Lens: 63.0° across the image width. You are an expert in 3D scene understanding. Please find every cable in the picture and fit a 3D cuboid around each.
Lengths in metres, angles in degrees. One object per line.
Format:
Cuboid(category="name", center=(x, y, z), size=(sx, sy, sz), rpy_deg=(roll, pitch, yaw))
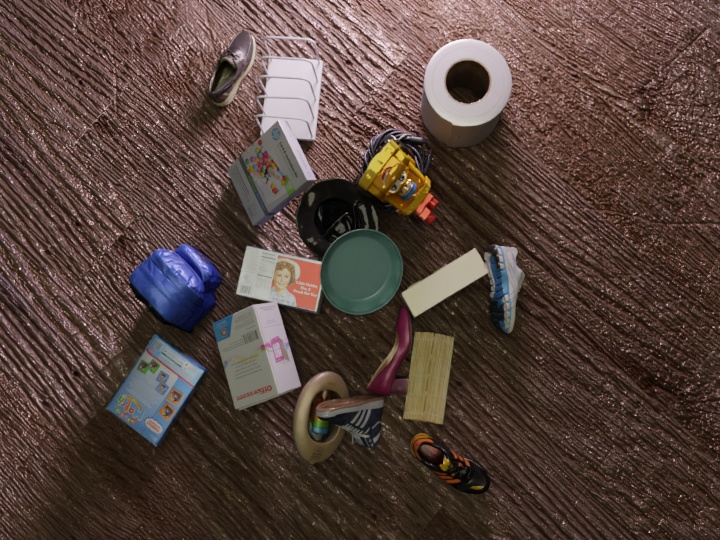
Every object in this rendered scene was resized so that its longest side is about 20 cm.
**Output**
Cuboid(category="cable", center=(0.078, -0.238, 1.399), size=(0.160, 0.051, 0.204), rpy_deg=(22, 85, 3))

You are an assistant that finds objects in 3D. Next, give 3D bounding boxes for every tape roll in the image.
Cuboid(category="tape roll", center=(0.242, -0.409, 1.370), size=(0.197, 0.139, 0.208), rpy_deg=(0, 82, 2))

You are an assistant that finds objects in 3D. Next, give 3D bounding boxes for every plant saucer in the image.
Cuboid(category="plant saucer", center=(0.000, 0.000, 1.347), size=(0.195, 0.036, 0.205), rpy_deg=(-5, 109, -13))

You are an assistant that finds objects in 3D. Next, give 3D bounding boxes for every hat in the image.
Cuboid(category="hat", center=(-0.056, -0.116, 1.375), size=(0.195, 0.081, 0.206), rpy_deg=(-1, 97, -8))

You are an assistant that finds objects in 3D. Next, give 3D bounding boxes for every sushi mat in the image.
Cuboid(category="sushi mat", center=(0.158, 0.246, 1.352), size=(0.093, 0.012, 0.205), rpy_deg=(8, 83, 5))

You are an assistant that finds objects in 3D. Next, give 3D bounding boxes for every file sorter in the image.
Cuboid(category="file sorter", center=(-0.172, -0.431, 1.399), size=(0.135, 0.125, 0.206), rpy_deg=(5, 83, 4))

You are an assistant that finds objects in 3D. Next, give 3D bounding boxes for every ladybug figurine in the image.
Cuboid(category="ladybug figurine", center=(-0.094, 0.325, 1.311), size=(0.133, 0.071, 0.205), rpy_deg=(19, 80, -29))

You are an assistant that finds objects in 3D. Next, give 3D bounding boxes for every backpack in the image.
Cuboid(category="backpack", center=(-0.413, 0.027, 1.313), size=(0.162, 0.200, 0.169), rpy_deg=(39, 86, 7))

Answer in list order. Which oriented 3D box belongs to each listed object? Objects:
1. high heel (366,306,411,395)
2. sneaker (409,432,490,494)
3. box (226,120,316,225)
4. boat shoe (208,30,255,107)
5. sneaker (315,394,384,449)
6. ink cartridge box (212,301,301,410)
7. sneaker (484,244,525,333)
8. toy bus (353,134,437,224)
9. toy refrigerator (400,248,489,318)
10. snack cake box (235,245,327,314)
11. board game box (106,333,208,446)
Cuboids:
Cuboid(category="high heel", center=(0.066, 0.182, 1.336), size=(0.094, 0.067, 0.206), rpy_deg=(4, 84, -3))
Cuboid(category="sneaker", center=(0.196, 0.433, 1.287), size=(0.197, 0.090, 0.071), rpy_deg=(31, 85, 6))
Cuboid(category="box", center=(-0.210, -0.223, 1.367), size=(0.198, 0.041, 0.158), rpy_deg=(-32, 81, 31))
Cuboid(category="boat shoe", center=(-0.315, -0.503, 1.444), size=(0.072, 0.065, 0.204), rpy_deg=(18, 83, 6))
Cuboid(category="sneaker", center=(-0.019, 0.336, 1.274), size=(0.069, 0.198, 0.112), rpy_deg=(2, 89, 42))
Cuboid(category="ink cartridge box", center=(-0.234, 0.192, 1.315), size=(0.142, 0.084, 0.205), rpy_deg=(-22, 80, 31))
Cuboid(category="sneaker", center=(0.343, 0.041, 1.345), size=(0.085, 0.075, 0.206), rpy_deg=(-5, 91, -23))
Cuboid(category="toy bus", center=(0.095, -0.179, 1.278), size=(0.192, 0.200, 0.136), rpy_deg=(42, 100, 2))
Cuboid(category="toy refrigerator", center=(0.189, 0.029, 1.348), size=(0.197, 0.076, 0.071), rpy_deg=(-31, 82, -1))
Cuboid(category="snack cake box", center=(-0.180, 0.023, 1.370), size=(0.195, 0.067, 0.118), rpy_deg=(12, 82, 4))
Cuboid(category="board game box", center=(-0.471, 0.276, 1.366), size=(0.150, 0.037, 0.202), rpy_deg=(33, 85, 6))
